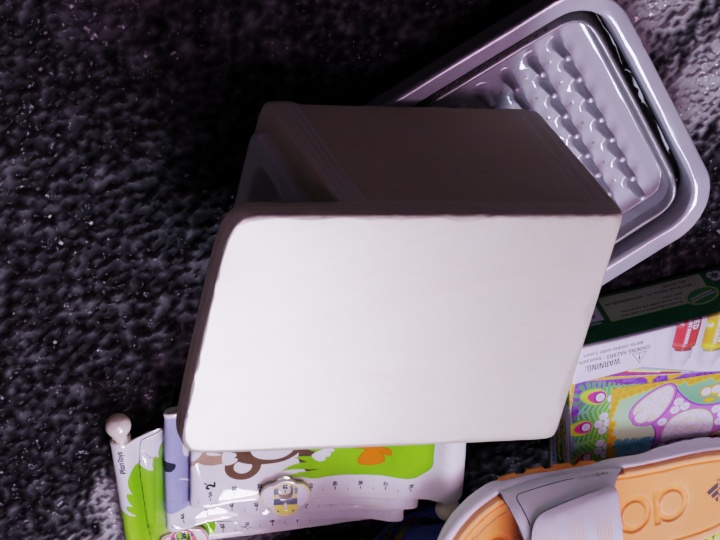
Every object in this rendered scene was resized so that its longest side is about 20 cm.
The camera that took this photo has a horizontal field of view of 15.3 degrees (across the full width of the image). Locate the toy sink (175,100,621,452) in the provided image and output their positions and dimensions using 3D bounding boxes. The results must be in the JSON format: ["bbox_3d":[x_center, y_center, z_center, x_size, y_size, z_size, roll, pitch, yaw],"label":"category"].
[{"bbox_3d":[0.000,0.000,1.267,0.199,0.112,0.131,-2,123,-25],"label":"toy sink"}]

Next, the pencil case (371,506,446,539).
[{"bbox_3d":[0.078,0.208,1.515,0.078,0.087,0.200,-6,140,39],"label":"pencil case"}]

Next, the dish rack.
[{"bbox_3d":[0.064,-0.045,1.356,0.200,0.044,0.172,-31,127,3],"label":"dish rack"}]

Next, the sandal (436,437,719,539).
[{"bbox_3d":[0.135,0.139,1.431,0.206,0.059,0.079,-17,115,-20],"label":"sandal"}]

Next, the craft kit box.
[{"bbox_3d":[0.202,0.088,1.501,0.199,0.049,0.198,-14,129,-11],"label":"craft kit box"}]

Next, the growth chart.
[{"bbox_3d":[-0.037,0.097,1.403,0.199,0.018,0.145,-10,134,2],"label":"growth chart"}]
